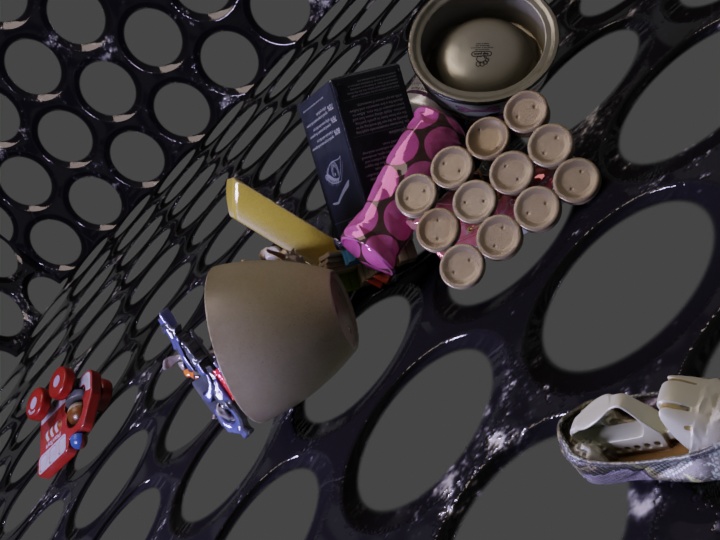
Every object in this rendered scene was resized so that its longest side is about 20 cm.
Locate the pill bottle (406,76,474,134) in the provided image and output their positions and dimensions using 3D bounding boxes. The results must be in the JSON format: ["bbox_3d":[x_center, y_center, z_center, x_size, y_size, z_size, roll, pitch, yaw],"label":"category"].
[{"bbox_3d":[0.121,-0.237,1.465,0.201,0.112,0.112,-55,20,-15],"label":"pill bottle"}]

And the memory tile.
[{"bbox_3d":[0.143,-0.087,1.105,0.199,0.017,0.154,-37,64,9],"label":"memory tile"}]

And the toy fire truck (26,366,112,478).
[{"bbox_3d":[-0.569,0.295,2.029,0.200,0.112,0.169,-39,45,29],"label":"toy fire truck"}]

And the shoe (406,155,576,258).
[{"bbox_3d":[0.145,-0.081,1.147,0.200,0.091,0.072,-37,22,32],"label":"shoe"}]

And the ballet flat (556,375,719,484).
[{"bbox_3d":[0.207,0.105,0.695,0.200,0.072,0.072,-23,31,51],"label":"ballet flat"}]

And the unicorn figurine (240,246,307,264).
[{"bbox_3d":[-0.113,0.022,1.421,0.074,0.201,0.137,-35,35,-29],"label":"unicorn figurine"}]

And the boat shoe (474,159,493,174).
[{"bbox_3d":[0.145,-0.132,1.294,0.069,0.057,0.200,-44,20,14],"label":"boat shoe"}]

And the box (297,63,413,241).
[{"bbox_3d":[0.008,-0.152,1.375,0.103,0.202,0.148,-17,2,-20],"label":"box"}]

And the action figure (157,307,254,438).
[{"bbox_3d":[-0.196,0.123,1.402,0.104,0.201,0.193,-36,11,-33],"label":"action figure"}]

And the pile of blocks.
[{"bbox_3d":[0.000,0.000,1.344,0.082,0.063,0.200,-6,-18,-40],"label":"pile of blocks"}]

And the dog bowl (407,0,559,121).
[{"bbox_3d":[0.164,-0.287,1.377,0.201,0.199,0.074,-55,-22,-16],"label":"dog bowl"}]

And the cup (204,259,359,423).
[{"bbox_3d":[-0.084,0.070,1.268,0.142,0.202,0.201,-17,27,11],"label":"cup"}]

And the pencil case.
[{"bbox_3d":[0.053,-0.094,1.247,0.201,0.090,0.094,-58,-24,-11],"label":"pencil case"}]

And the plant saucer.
[{"bbox_3d":[-0.115,-0.061,1.494,0.049,0.199,0.200,-59,10,-1],"label":"plant saucer"}]
